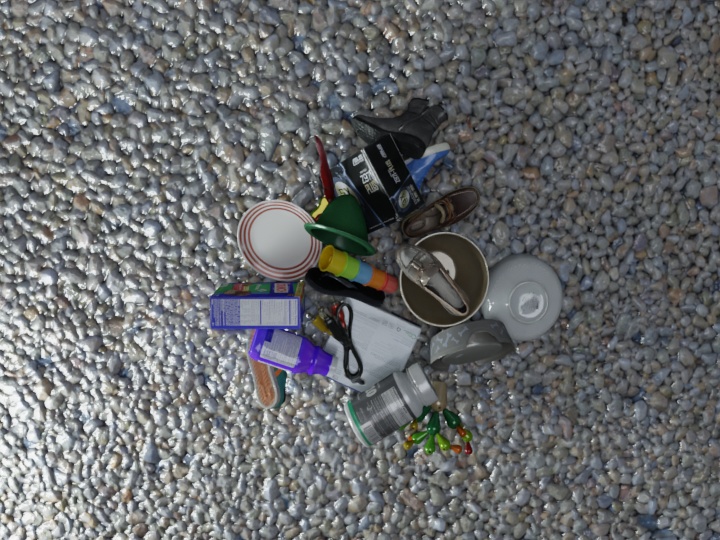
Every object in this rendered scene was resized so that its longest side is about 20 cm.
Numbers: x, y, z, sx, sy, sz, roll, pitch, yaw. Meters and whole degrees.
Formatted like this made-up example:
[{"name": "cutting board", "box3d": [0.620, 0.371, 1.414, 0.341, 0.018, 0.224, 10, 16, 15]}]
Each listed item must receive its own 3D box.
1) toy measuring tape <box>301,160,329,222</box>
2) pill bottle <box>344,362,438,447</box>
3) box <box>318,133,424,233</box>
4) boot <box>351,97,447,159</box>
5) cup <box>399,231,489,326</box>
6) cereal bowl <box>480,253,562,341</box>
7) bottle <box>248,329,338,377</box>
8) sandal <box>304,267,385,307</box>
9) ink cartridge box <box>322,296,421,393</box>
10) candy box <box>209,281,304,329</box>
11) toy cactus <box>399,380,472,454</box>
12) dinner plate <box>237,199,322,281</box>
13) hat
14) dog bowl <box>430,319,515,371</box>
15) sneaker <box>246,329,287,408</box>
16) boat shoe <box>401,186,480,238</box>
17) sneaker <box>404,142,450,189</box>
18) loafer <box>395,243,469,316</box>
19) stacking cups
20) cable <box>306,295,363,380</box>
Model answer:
[{"name": "toy measuring tape", "box3d": [-0.103, -0.143, 1.547, 0.072, 0.074, 0.203, -28, 97, 2]}, {"name": "pill bottle", "box3d": [0.071, 0.300, 1.546, 0.197, 0.113, 0.115, -32, 97, 3]}, {"name": "box", "box3d": [0.020, -0.175, 1.476, 0.085, 0.199, 0.166, -32, 98, -33]}, {"name": "boot", "box3d": [0.087, -0.333, 1.532, 0.197, 0.070, 0.133, 25, 68, 19]}, {"name": "cup", "box3d": [0.179, 0.012, 1.537, 0.194, 0.143, 0.206, 0, 96, -2]}, {"name": "cereal bowl", "box3d": [0.377, 0.066, 1.582, 0.194, 0.083, 0.206, 0, 96, -1]}, {"name": "bottle", "box3d": [-0.148, 0.185, 1.529, 0.196, 0.065, 0.085, 19, 73, -10]}, {"name": "sandal", "box3d": [-0.033, 0.027, 1.560, 0.196, 0.077, 0.043, 15, 123, -18]}, {"name": "ink cartridge box", "box3d": [0.017, 0.182, 1.604, 0.193, 0.043, 0.204, 25, 99, -5]}, {"name": "candy box", "box3d": [-0.223, 0.076, 1.518, 0.194, 0.169, 0.079, 1, 99, -2]}, {"name": "toy cactus", "box3d": [0.179, 0.349, 1.616, 0.195, 0.102, 0.169, 11, 78, -1]}, {"name": "dinner plate", "box3d": [-0.182, -0.070, 1.550, 0.194, 0.024, 0.205, 4, 119, 7]}, {"name": "hat", "box3d": [-0.023, -0.148, 1.455, 0.162, 0.200, 0.180, 14, 79, 19]}, {"name": "dog bowl", "box3d": [0.246, 0.168, 1.540, 0.195, 0.201, 0.060, -12, 67, -1]}, {"name": "sneaker", "box3d": [-0.214, 0.219, 1.592, 0.070, 0.080, 0.205, -12, 78, 14]}, {"name": "boat shoe", "box3d": [0.186, -0.129, 1.556, 0.196, 0.072, 0.074, -23, 97, 1]}, {"name": "sneaker", "box3d": [0.127, -0.200, 1.542, 0.196, 0.077, 0.113, -27, 91, 6]}, {"name": "loafer", "box3d": [0.157, 0.019, 1.434, 0.199, 0.063, 0.072, 42, 93, -6]}, {"name": "stacking cups", "box3d": [0.000, 0.000, 1.542, 0.197, 0.060, 0.062, 20, 96, -34]}, {"name": "cable", "box3d": [-0.037, 0.150, 1.568, 0.096, 0.050, 0.203, -32, 109, -3]}]
